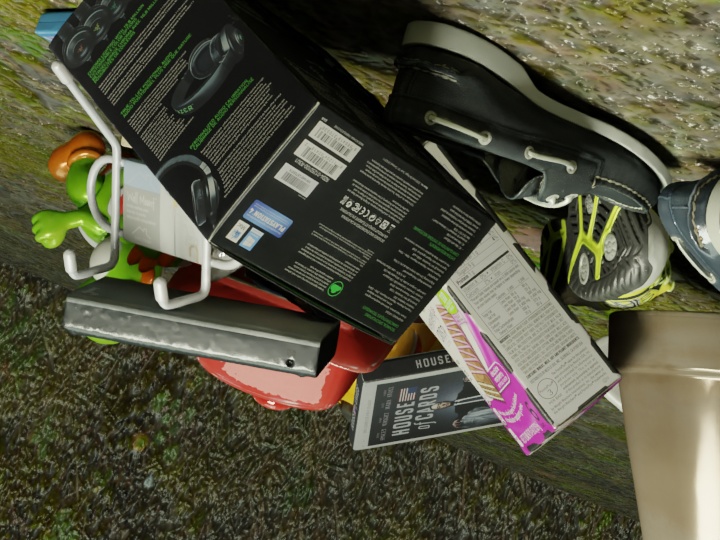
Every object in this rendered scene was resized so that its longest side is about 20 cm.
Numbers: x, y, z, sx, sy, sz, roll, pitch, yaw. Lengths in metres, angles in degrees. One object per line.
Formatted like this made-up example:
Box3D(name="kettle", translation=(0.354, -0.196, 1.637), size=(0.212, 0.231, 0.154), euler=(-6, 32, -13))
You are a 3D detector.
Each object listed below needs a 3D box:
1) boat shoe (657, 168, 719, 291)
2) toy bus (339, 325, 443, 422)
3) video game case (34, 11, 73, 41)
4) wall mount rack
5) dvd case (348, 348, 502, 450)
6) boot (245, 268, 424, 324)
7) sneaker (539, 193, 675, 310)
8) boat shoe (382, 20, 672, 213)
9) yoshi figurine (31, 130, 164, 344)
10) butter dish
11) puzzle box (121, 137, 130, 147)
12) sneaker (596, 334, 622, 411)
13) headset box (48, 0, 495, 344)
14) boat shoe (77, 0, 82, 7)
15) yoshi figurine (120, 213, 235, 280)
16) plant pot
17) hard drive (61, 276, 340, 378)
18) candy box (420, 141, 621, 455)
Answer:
Box3D(name="boat shoe", translation=(0.245, 0.006, 1.167), size=(0.199, 0.076, 0.062), euler=(29, 168, -34))
Box3D(name="toy bus", translation=(0.002, 0.067, 2.074), size=(0.191, 0.136, 0.200), euler=(38, 168, -4))
Box3D(name="video game case", translation=(-0.110, -0.127, 1.411), size=(0.199, 0.018, 0.143), euler=(26, 171, -33))
Box3D(name="wall mount rack", translation=(-0.170, -0.069, 1.566), size=(0.199, 0.176, 0.074), euler=(16, -159, 43))
Box3D(name="dvd case", translation=(0.091, 0.112, 1.914), size=(0.198, 0.025, 0.151), euler=(-10, 152, -9))
Box3D(name="boot", translation=(0.000, 0.000, 1.694), size=(0.199, 0.076, 0.096), euler=(2, -170, -45))
Box3D(name="sneaker", translation=(0.169, -0.014, 1.311), size=(0.076, 0.076, 0.200), euler=(2, 177, -8))
Box3D(name="boat shoe", translation=(0.090, -0.068, 1.129), size=(0.199, 0.061, 0.075), euler=(26, 171, -31))
Box3D(name="yoshi figurine", translation=(-0.225, -0.016, 1.796), size=(0.111, 0.201, 0.113), euler=(-12, 139, -9))
Box3D(name="butter dish", translation=(-0.063, 0.056, 1.806), size=(0.198, 0.149, 0.200), euler=(21, -148, 8))
Box3D(name="puzzle box", translation=(-0.056, -0.073, 1.465), size=(0.132, 0.026, 0.199), euler=(11, 178, 45))
Box3D(name="sneaker", translation=(0.285, 0.116, 1.777), size=(0.198, 0.074, 0.112), euler=(19, 170, 4))
Box3D(name="headset box", translation=(-0.052, -0.077, 1.111), size=(0.174, 0.093, 0.200), euler=(30, -166, -51))
Box3D(name="boat shoe", translation=(-0.088, -0.114, 1.278), size=(0.199, 0.064, 0.073), euler=(24, 171, -19))
Box3D(name="yoshi figurine", translation=(-0.116, -0.059, 1.651), size=(0.199, 0.114, 0.112), euler=(-6, -167, 44))
Box3D(name="plant pot", translation=(0.260, 0.122, 1.380), size=(0.198, 0.176, 0.200), euler=(5, 177, 0))
Box3D(name="hard drive", translation=(-0.121, 0.043, 1.605), size=(0.198, 0.033, 0.140), euler=(10, -173, 5))
Box3D(name="candy box", translation=(0.081, 0.020, 1.373), size=(0.201, 0.061, 0.136), euler=(53, 170, 8))
